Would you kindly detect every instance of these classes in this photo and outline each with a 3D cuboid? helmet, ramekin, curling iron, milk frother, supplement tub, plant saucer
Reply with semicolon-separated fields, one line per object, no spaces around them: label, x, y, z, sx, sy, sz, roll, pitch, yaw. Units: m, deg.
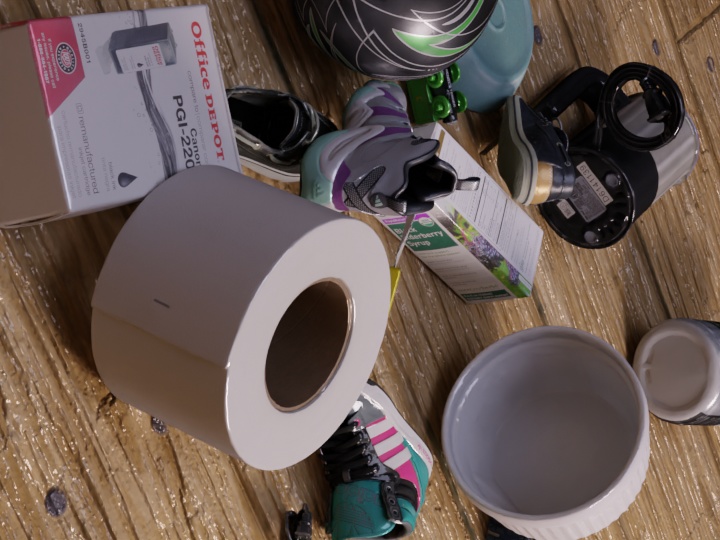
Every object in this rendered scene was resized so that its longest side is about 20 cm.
helmet;0.030;-0.266;1.541;0.191;0.200;0.200;-53;128;-9
ramekin;0.186;0.166;1.648;0.105;0.199;0.201;56;41;-55
curling iron;-0.053;0.299;1.448;0.050;0.025;0.201;71;19;-84
milk frother;0.305;-0.148;1.858;0.188;0.199;0.181;-38;108;-49
supplement tub;0.415;0.121;2.003;0.199;0.122;0.123;7;78;-51
plant saucer;0.128;-0.267;1.787;0.199;0.036;0.201;14;72;-49

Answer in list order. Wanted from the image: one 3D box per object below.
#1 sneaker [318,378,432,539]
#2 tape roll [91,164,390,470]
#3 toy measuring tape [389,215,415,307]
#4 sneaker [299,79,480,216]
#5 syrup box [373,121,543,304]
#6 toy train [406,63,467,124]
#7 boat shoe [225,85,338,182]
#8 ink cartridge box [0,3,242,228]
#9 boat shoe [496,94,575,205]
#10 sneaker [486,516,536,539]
sneaker;-0.008;0.175;1.495;0.200;0.083;0.121;46;40;-38
tape roll;-0.089;0.034;1.311;0.202;0.139;0.204;-34;135;-42
toy measuring tape;0.000;0.000;1.529;0.073;0.073;0.201;25;77;-46
sneaker;0.043;-0.098;1.503;0.200;0.139;0.078;-56;154;-51
syrup box;0.089;-0.053;1.660;0.200;0.078;0.082;41;53;-40
toy train;0.057;-0.239;1.675;0.042;0.056;0.201;-20;99;-47
boat shoe;-0.071;-0.119;1.481;0.199;0.063;0.071;5;79;-52
ink cartridge box;-0.194;-0.122;1.312;0.200;0.084;0.147;-18;98;-54
boat shoe;0.177;-0.121;1.737;0.200;0.062;0.075;-100;-164;-64
sneaker;0.187;0.232;1.732;0.085;0.077;0.201;41;53;-45
